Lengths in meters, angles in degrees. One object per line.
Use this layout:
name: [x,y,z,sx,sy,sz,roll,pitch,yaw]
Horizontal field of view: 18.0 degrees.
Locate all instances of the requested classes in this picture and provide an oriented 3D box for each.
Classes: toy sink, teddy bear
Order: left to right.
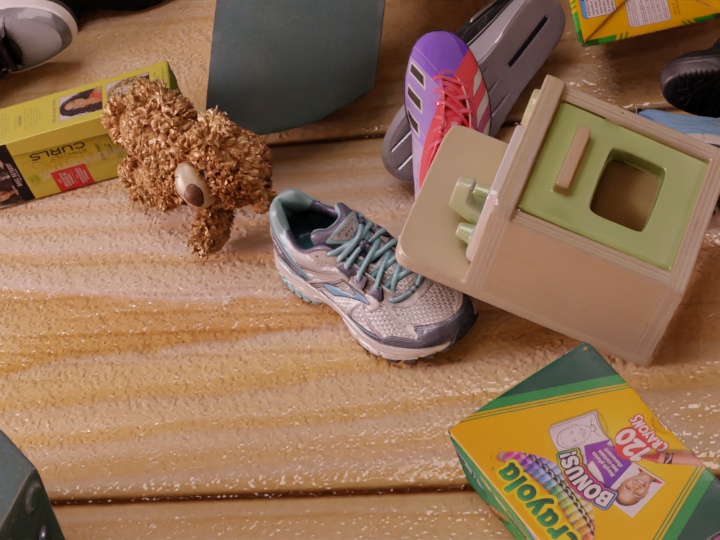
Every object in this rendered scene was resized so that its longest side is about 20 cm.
teddy bear: [-0.147,-0.084,1.796,0.066,0.146,0.200,-20,37,-32]
toy sink: [0.142,-0.046,1.606,0.199,0.112,0.131,23,58,4]

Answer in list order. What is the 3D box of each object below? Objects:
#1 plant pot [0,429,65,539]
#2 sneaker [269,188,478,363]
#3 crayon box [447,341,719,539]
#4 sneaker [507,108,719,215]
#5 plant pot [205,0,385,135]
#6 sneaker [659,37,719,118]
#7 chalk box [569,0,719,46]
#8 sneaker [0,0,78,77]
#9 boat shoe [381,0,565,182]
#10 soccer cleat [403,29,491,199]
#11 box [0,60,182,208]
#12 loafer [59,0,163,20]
plant pot: [-0.319,0.191,1.580,0.198,0.197,0.197,11,52,18]
sneaker: [0.000,0.000,1.698,0.199,0.087,0.078,25,61,38]
crayon box: [0.159,0.149,1.509,0.118,0.058,0.200,-32,45,-9]
sneaker: [0.198,-0.079,1.721,0.198,0.079,0.090,-1,29,17]
plant pot: [-0.050,-0.201,1.856,0.134,0.201,0.201,7,47,-2]
sneaker: [0.319,-0.176,1.739,0.198,0.060,0.105,-3,56,-6]
chalk box: [0.226,-0.271,1.817,0.123,0.125,0.200,-11,17,12]
sneaker: [-0.349,-0.173,2.007,0.199,0.084,0.121,-13,39,22]
boat shoe: [0.084,-0.146,1.826,0.200,0.072,0.071,-45,23,-16]
soccer cleat: [0.068,-0.097,1.723,0.068,0.073,0.202,-1,71,-1]
box: [-0.242,-0.110,1.914,0.198,0.076,0.050,-15,46,7]
loafer: [-0.234,-0.275,2.072,0.198,0.073,0.073,-15,40,7]
